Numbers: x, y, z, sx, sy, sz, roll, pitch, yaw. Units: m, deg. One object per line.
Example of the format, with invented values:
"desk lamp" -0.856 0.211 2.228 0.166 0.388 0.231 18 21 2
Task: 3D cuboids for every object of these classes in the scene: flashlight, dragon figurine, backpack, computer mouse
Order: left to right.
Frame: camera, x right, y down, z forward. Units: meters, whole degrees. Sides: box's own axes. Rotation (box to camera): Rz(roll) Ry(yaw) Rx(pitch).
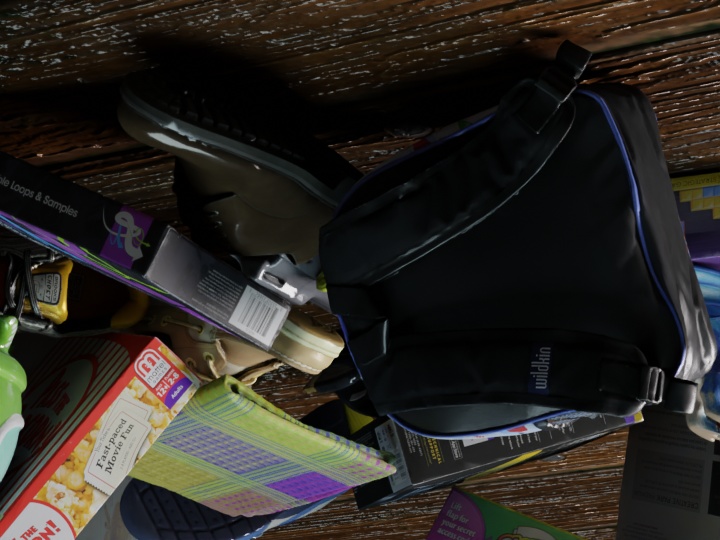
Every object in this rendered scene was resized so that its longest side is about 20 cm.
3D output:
"flashlight" 0.000 0.000 1.638 0.068 0.068 0.200 -44 140 13
"computer mouse" 0.015 0.081 1.801 0.140 0.046 0.200 -6 -179 -33
"backpack" 0.083 -0.001 1.433 0.190 0.200 0.154 -17 173 21
"dragon figurine" 0.188 0.033 1.556 0.200 0.100 0.059 22 160 -2

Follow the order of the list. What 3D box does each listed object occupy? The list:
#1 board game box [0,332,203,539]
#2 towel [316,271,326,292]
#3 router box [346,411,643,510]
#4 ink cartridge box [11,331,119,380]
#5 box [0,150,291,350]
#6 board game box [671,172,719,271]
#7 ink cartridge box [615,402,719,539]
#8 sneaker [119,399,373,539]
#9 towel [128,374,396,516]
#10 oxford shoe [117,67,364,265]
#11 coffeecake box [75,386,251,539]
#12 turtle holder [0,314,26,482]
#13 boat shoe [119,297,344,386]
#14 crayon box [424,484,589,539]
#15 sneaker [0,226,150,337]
"board game box" -0.199 0.126 1.631 0.046 0.200 0.151 45 162 -19
"towel" 0.077 0.018 1.585 0.200 0.018 0.086 17 155 -30
"router box" 0.081 0.106 1.750 0.157 0.052 0.200 -15 173 -12
"ink cartridge box" -0.238 0.075 1.807 0.200 0.084 0.176 11 158 -26
"box" -0.152 -0.022 1.481 0.200 0.036 0.143 25 175 32
"board game box" 0.178 -0.001 1.632 0.200 0.057 0.165 -7 161 23
"ink cartridge box" 0.256 0.129 1.753 0.084 0.176 0.200 9 179 -24
"sneaker" -0.080 0.153 1.857 0.200 0.074 0.082 -15 165 -30
"towel" -0.084 0.114 1.692 0.143 0.023 0.200 25 154 -26
"oxford shoe" -0.070 -0.046 1.435 0.084 0.073 0.200 -50 141 9
"coffeecake box" -0.160 0.160 1.976 0.073 0.154 0.200 11 159 -30
"turtle holder" -0.277 0.096 1.573 0.141 0.132 0.185 15 162 -38
"boat shoe" -0.082 0.042 1.639 0.074 0.067 0.200 27 175 -33
"crayon box" 0.163 0.225 1.759 0.200 0.058 0.173 19 167 40
"sneaker" -0.214 0.000 1.602 0.200 0.078 0.082 4 -177 -36
